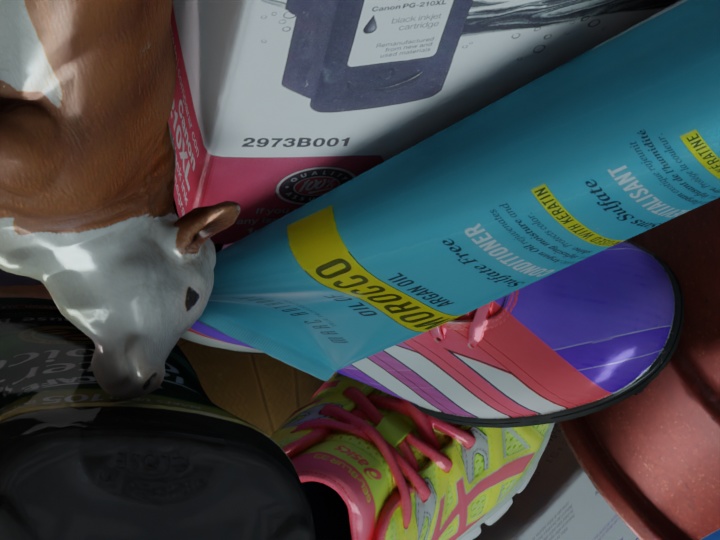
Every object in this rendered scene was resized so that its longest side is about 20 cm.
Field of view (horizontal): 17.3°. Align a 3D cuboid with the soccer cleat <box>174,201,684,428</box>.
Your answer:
[{"bbox_3d":[0.000,0.000,0.729,0.199,0.068,0.073,11,164,29],"label":"soccer cleat"}]

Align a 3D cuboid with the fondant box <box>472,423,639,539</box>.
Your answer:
[{"bbox_3d":[0.062,0.153,0.920,0.058,0.144,0.201,15,124,31],"label":"fondant box"}]

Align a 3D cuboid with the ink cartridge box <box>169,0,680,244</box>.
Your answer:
[{"bbox_3d":[0.030,-0.097,0.632,0.144,0.085,0.200,-3,148,-16],"label":"ink cartridge box"}]

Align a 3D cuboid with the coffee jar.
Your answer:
[{"bbox_3d":[-0.081,0.066,0.685,0.104,0.086,0.200,5,-171,-18],"label":"coffee jar"}]

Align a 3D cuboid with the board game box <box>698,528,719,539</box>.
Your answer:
[{"bbox_3d":[0.210,0.118,0.699,0.200,0.056,0.196,-31,127,16],"label":"board game box"}]

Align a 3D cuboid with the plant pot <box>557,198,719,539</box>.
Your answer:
[{"bbox_3d":[0.186,-0.014,0.737,0.200,0.201,0.195,6,136,-26],"label":"plant pot"}]

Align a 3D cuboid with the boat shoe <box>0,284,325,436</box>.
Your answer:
[{"bbox_3d":[-0.074,0.041,0.841,0.199,0.072,0.065,-2,163,-26],"label":"boat shoe"}]

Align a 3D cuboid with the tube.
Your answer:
[{"bbox_3d":[0.040,-0.020,0.642,0.200,0.051,0.077,-27,138,32],"label":"tube"}]

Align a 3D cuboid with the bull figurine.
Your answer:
[{"bbox_3d":[-0.085,-0.060,0.585,0.065,0.201,0.121,15,-158,38],"label":"bull figurine"}]

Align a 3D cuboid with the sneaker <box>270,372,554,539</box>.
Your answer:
[{"bbox_3d":[0.006,0.067,0.776,0.200,0.078,0.090,-52,171,-14],"label":"sneaker"}]
